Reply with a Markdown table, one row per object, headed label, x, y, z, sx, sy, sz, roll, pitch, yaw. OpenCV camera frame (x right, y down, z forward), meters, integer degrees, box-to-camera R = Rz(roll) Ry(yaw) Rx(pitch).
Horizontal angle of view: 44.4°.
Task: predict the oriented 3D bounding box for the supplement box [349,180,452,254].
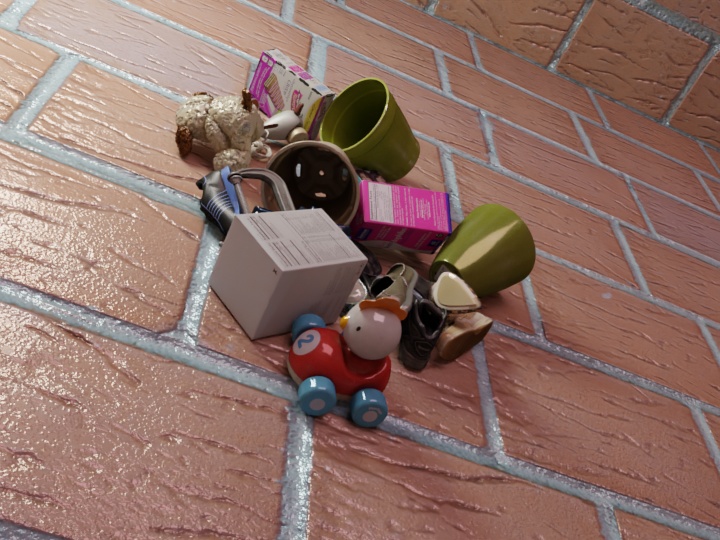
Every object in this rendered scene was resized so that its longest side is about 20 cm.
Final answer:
| label | x | y | z | sx | sy | sz | roll | pitch | yaw |
| --- | --- | --- | --- | --- | --- | --- | --- | --- | --- |
| supplement box | 0.080 | -0.110 | 1.843 | 0.197 | 0.101 | 0.105 | 8 | 62 | -18 |

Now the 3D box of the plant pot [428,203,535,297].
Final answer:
| label | x | y | z | sx | sy | sz | roll | pitch | yaw |
| --- | --- | --- | --- | --- | --- | --- | --- | --- | --- |
| plant pot | 0.238 | -0.017 | 1.860 | 0.187 | 0.188 | 0.199 | 41 | 47 | 20 |

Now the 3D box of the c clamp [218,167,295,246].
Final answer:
| label | x | y | z | sx | sy | sz | roll | pitch | yaw |
| --- | --- | --- | --- | --- | --- | --- | --- | --- | --- |
| c clamp | -0.192 | -0.120 | 1.623 | 0.169 | 0.027 | 0.202 | 4 | 49 | -28 |

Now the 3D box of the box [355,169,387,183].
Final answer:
| label | x | y | z | sx | sy | sz | roll | pitch | yaw |
| --- | --- | --- | --- | --- | --- | --- | --- | --- | --- |
| box | 0.051 | -0.146 | 1.991 | 0.082 | 0.049 | 0.201 | 0 | 42 | -40 |

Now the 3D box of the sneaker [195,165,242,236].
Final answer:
| label | x | y | z | sx | sy | sz | roll | pitch | yaw |
| --- | --- | --- | --- | --- | --- | --- | --- | --- | --- |
| sneaker | -0.258 | -0.105 | 1.661 | 0.070 | 0.077 | 0.202 | 63 | 7 | -55 |

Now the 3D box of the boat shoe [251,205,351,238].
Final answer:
| label | x | y | z | sx | sy | sz | roll | pitch | yaw |
| --- | --- | --- | --- | --- | --- | --- | --- | --- | --- |
| boat shoe | -0.113 | -0.092 | 1.691 | 0.197 | 0.084 | 0.070 | 5 | 81 | -13 |

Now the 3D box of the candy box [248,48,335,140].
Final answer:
| label | x | y | z | sx | sy | sz | roll | pitch | yaw |
| --- | --- | --- | --- | --- | --- | --- | --- | --- | --- |
| candy box | -0.171 | -0.420 | 2.122 | 0.199 | 0.137 | 0.061 | 38 | 34 | 16 |

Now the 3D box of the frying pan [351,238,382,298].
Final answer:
| label | x | y | z | sx | sy | sz | roll | pitch | yaw |
| --- | --- | --- | --- | --- | --- | --- | --- | --- | --- |
| frying pan | 0.011 | 0.001 | 1.748 | 0.114 | 0.031 | 0.191 | 11 | 36 | -47 |

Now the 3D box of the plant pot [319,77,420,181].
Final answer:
| label | x | y | z | sx | sy | sz | roll | pitch | yaw |
| --- | --- | --- | --- | --- | --- | --- | --- | --- | --- |
| plant pot | 0.040 | -0.313 | 2.079 | 0.192 | 0.200 | 0.201 | 37 | 19 | -41 |

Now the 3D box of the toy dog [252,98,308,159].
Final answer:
| label | x | y | z | sx | sy | sz | roll | pitch | yaw |
| --- | --- | --- | --- | --- | --- | --- | --- | --- | --- |
| toy dog | -0.198 | -0.339 | 2.004 | 0.132 | 0.097 | 0.199 | 39 | 38 | 20 |

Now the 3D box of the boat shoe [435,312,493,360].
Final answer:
| label | x | y | z | sx | sy | sz | roll | pitch | yaw |
| --- | --- | --- | --- | --- | --- | --- | --- | --- | --- |
| boat shoe | 0.185 | 0.117 | 1.702 | 0.069 | 0.074 | 0.199 | 37 | 23 | 21 |

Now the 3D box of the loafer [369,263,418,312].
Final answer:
| label | x | y | z | sx | sy | sz | roll | pitch | yaw |
| --- | --- | --- | --- | --- | --- | --- | --- | --- | --- |
| loafer | 0.060 | 0.029 | 1.640 | 0.069 | 0.075 | 0.200 | 39 | 17 | -11 |

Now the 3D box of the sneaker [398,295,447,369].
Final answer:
| label | x | y | z | sx | sy | sz | roll | pitch | yaw |
| --- | --- | --- | --- | --- | --- | --- | --- | --- | --- |
| sneaker | 0.112 | 0.082 | 1.648 | 0.075 | 0.115 | 0.200 | 21 | 28 | -14 |

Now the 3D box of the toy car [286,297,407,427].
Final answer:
| label | x | y | z | sx | sy | sz | roll | pitch | yaw |
| --- | --- | --- | --- | --- | --- | --- | --- | --- | --- |
| toy car | -0.009 | 0.109 | 1.419 | 0.175 | 0.201 | 0.185 | 16 | 32 | -20 |

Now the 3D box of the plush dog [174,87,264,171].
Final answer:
| label | x | y | z | sx | sy | sz | roll | pitch | yaw |
| --- | --- | --- | --- | --- | --- | --- | --- | --- | --- |
| plush dog | -0.303 | -0.312 | 1.839 | 0.169 | 0.162 | 0.201 | 7 | 45 | 7 |

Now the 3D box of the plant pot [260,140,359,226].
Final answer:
| label | x | y | z | sx | sy | sz | roll | pitch | yaw |
| --- | --- | --- | --- | --- | --- | --- | --- | --- | --- |
| plant pot | -0.090 | -0.182 | 1.814 | 0.199 | 0.202 | 0.184 | 27 | 19 | -3 |

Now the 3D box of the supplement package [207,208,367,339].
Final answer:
| label | x | y | z | sx | sy | sz | roll | pitch | yaw |
| --- | --- | --- | --- | --- | --- | --- | --- | --- | --- |
| supplement package | -0.126 | 0.000 | 1.527 | 0.199 | 0.153 | 0.151 | -8 | 46 | -46 |

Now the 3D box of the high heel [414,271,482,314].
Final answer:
| label | x | y | z | sx | sy | sz | roll | pitch | yaw |
| --- | --- | --- | --- | --- | --- | --- | --- | --- | --- |
| high heel | 0.187 | 0.058 | 1.712 | 0.199 | 0.072 | 0.142 | 22 | -8 | 46 |

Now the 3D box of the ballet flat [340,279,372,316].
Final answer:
| label | x | y | z | sx | sy | sz | roll | pitch | yaw |
| --- | --- | --- | --- | --- | --- | --- | --- | --- | --- |
| ballet flat | -0.035 | 0.020 | 1.653 | 0.074 | 0.075 | 0.200 | 0 | 38 | -39 |
